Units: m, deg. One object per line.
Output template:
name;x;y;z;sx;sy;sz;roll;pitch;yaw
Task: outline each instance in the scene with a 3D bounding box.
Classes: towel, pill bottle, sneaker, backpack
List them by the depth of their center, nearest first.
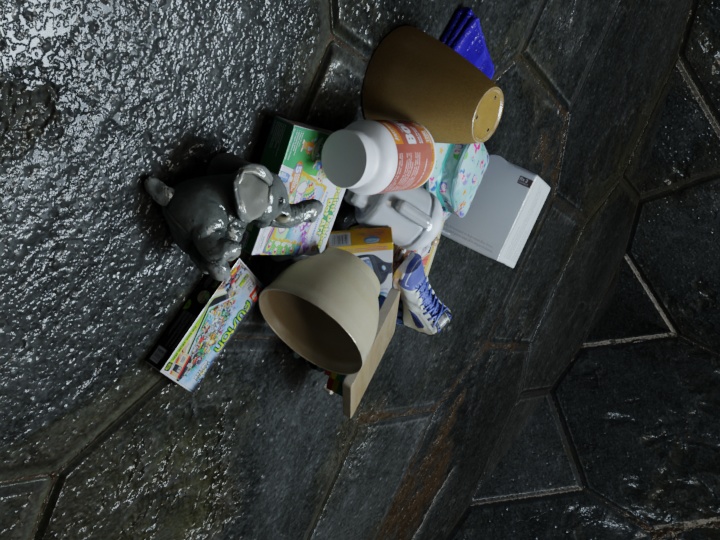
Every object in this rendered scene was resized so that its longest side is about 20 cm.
pill bottle;0.029;-0.177;1.228;0.199;0.111;0.114;-16;128;-56
backpack;0.152;-0.206;1.518;0.180;0.149;0.200;-64;146;-13
sneaker;0.125;0.057;1.532;0.081;0.114;0.201;-48;155;-30
towel;0.204;-0.397;1.539;0.150;0.049;0.200;-61;153;-5

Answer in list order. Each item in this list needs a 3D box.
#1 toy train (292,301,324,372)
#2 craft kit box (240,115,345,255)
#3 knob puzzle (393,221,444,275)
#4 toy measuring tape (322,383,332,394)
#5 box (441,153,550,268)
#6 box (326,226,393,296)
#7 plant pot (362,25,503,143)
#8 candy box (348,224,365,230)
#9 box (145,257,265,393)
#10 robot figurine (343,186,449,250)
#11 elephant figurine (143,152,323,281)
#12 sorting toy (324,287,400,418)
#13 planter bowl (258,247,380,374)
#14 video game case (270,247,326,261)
toy train;-0.075;0.099;1.451;0.114;0.084;0.202;-51;153;-31
craft kit box;-0.094;-0.123;1.227;0.197;0.048;0.203;-5;118;-62
knob puzzle;0.102;-0.011;1.585;0.219;0.030;0.223;-40;144;-36
toy measuring tape;-0.012;0.166;1.635;0.200;0.073;0.074;-46;148;-31
box;0.279;-0.142;1.730;0.130;0.197;0.203;16;101;-61
box;0.000;0.000;1.443;0.202;0.116;0.042;87;-3;-53
plant pot;0.136;-0.293;1.332;0.185;0.198;0.189;-35;139;-37
candy box;0.006;-0.003;1.551;0.101;0.026;0.203;-24;134;-43
box;-0.232;0.079;1.206;0.202;0.034;0.110;-57;153;-13
robot figurine;0.068;-0.110;1.424;0.198;0.169;0.114;27;94;-24
elephant figurine;-0.162;-0.097;1.073;0.200;0.141;0.156;-43;162;-20
sorting toy;-0.003;0.146;1.465;0.201;0.069;0.201;-62;169;-23
planter bowl;-0.049;0.051;1.277;0.136;0.197;0.202;-55;153;-29
video game case;-0.079;-0.119;1.319;0.142;0.018;0.204;-17;128;-56
